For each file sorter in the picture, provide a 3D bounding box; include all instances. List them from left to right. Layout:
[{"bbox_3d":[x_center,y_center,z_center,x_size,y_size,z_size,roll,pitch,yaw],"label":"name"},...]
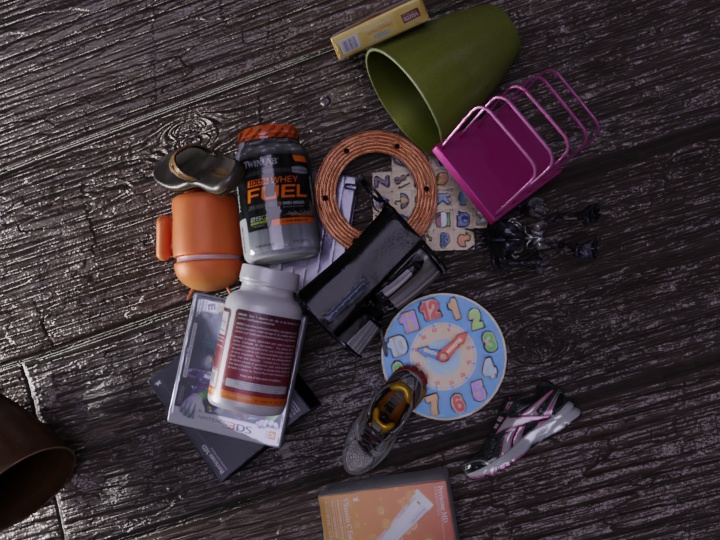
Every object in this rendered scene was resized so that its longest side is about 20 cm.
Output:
[{"bbox_3d":[0.235,-0.191,1.124,0.199,0.125,0.139,-34,83,-38],"label":"file sorter"}]

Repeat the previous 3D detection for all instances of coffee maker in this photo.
[{"bbox_3d":[0.000,0.000,1.174,0.200,0.135,0.192,-42,71,0],"label":"coffee maker"}]

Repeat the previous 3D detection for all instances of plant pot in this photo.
[{"bbox_3d":[-0.600,0.286,1.255,0.200,0.187,0.187,43,93,22],"label":"plant pot"},{"bbox_3d":[0.141,-0.314,1.184,0.199,0.187,0.188,-37,82,-8],"label":"plant pot"}]

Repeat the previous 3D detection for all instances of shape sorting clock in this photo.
[{"bbox_3d":[0.131,0.136,1.217,0.198,0.039,0.202,-1,86,8],"label":"shape sorting clock"}]

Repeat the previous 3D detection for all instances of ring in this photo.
[{"bbox_3d":[0.025,-0.123,1.235,0.198,0.019,0.203,0,89,-3],"label":"ring"}]

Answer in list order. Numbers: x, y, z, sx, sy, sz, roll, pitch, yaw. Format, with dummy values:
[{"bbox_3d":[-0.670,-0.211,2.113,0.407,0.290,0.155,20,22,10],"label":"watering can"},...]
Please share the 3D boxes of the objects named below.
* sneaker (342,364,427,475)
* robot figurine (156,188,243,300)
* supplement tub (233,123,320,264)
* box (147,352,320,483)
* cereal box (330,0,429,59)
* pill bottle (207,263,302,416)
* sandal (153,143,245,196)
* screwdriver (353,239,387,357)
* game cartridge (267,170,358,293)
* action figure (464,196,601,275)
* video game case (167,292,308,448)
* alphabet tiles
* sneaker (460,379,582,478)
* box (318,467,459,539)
[{"bbox_3d":[0.025,0.236,1.195,0.078,0.082,0.201,33,108,12],"label":"sneaker"},{"bbox_3d":[-0.248,-0.054,1.245,0.116,0.143,0.202,-8,84,53],"label":"robot figurine"},{"bbox_3d":[-0.132,-0.116,1.196,0.121,0.122,0.202,-9,85,7],"label":"supplement tub"},{"bbox_3d":[-0.198,0.194,1.228,0.182,0.104,0.201,-38,82,3],"label":"box"},{"bbox_3d":[0.025,-0.374,1.185,0.143,0.200,0.040,-24,108,5],"label":"cereal box"},{"bbox_3d":[-0.145,0.097,1.096,0.112,0.113,0.202,10,88,9],"label":"pill bottle"},{"bbox_3d":[-0.255,-0.158,1.174,0.199,0.055,0.082,19,72,44],"label":"sandal"},{"bbox_3d":[0.020,0.040,1.240,0.028,0.029,0.202,-14,83,5],"label":"screwdriver"},{"bbox_3d":[-0.080,-0.061,1.263,0.128,0.038,0.202,9,88,13],"label":"game cartridge"},{"bbox_3d":[0.265,-0.053,1.182,0.198,0.102,0.120,0,95,34],"label":"action figure"},{"bbox_3d":[-0.186,0.149,1.165,0.180,0.023,0.202,11,86,7],"label":"video game case"},{"bbox_3d":[0.117,-0.115,1.251,0.198,0.006,0.168,-2,86,8],"label":"alphabet tiles"},{"bbox_3d":[0.235,0.243,1.187,0.199,0.080,0.087,-33,71,-3],"label":"sneaker"},{"bbox_3d":[0.047,0.386,1.184,0.198,0.097,0.126,-10,85,7],"label":"box"}]
